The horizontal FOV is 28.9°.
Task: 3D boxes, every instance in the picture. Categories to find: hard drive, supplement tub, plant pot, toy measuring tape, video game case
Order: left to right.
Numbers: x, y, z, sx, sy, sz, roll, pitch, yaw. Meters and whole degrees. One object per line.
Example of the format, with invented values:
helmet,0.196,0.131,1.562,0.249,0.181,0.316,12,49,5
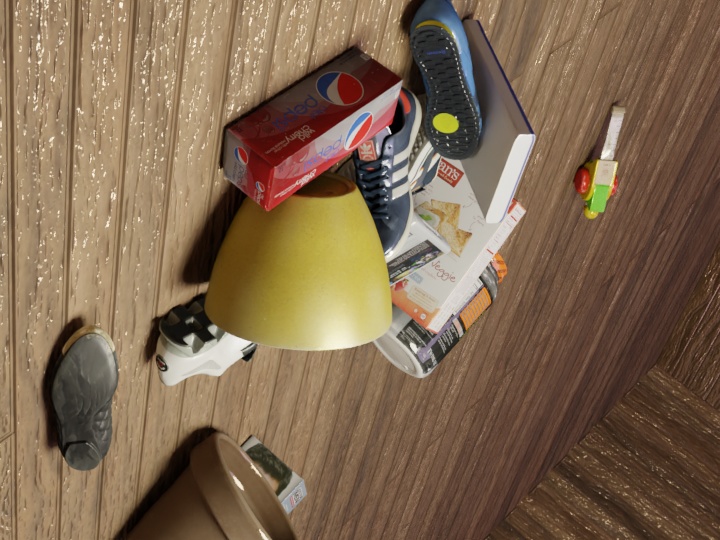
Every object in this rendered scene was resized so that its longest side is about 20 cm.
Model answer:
plant pot,-0.191,0.332,1.739,0.174,0.201,0.200,-35,160,3
plant pot,-0.060,-0.023,1.445,0.199,0.198,0.144,-24,124,-52
video game case,0.000,0.000,1.676,0.199,0.024,0.182,-30,163,10
supplement tub,0.109,0.043,1.977,0.200,0.122,0.123,-46,159,-17
hard drive,0.140,-0.173,1.607,0.025,0.201,0.133,-2,137,-19
toy measuring tape,0.404,-0.186,2.356,0.073,0.073,0.202,-21,126,-55

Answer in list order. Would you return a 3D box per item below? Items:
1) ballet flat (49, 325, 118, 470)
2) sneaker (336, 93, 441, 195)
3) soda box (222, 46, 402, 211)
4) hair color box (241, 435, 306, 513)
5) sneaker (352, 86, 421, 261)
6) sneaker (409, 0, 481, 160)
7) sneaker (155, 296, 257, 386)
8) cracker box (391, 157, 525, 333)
ballet flat,-0.276,0.122,1.391,0.066,0.057,0.201,3,135,-12
sneaker,0.038,-0.112,1.630,0.200,0.078,0.080,-46,155,-20
soda box,-0.047,-0.144,1.402,0.200,0.070,0.064,-38,156,-35
hair color box,-0.174,0.330,1.863,0.200,0.099,0.061,-45,158,-20
sneaker,0.016,-0.112,1.522,0.084,0.074,0.203,31,61,-63
sneaker,0.101,-0.216,1.557,0.079,0.065,0.201,-74,157,-43
sneaker,-0.147,0.067,1.537,0.199,0.074,0.089,-20,143,-40
cracker box,0.100,-0.040,1.804,0.201,0.134,0.058,-54,159,2
